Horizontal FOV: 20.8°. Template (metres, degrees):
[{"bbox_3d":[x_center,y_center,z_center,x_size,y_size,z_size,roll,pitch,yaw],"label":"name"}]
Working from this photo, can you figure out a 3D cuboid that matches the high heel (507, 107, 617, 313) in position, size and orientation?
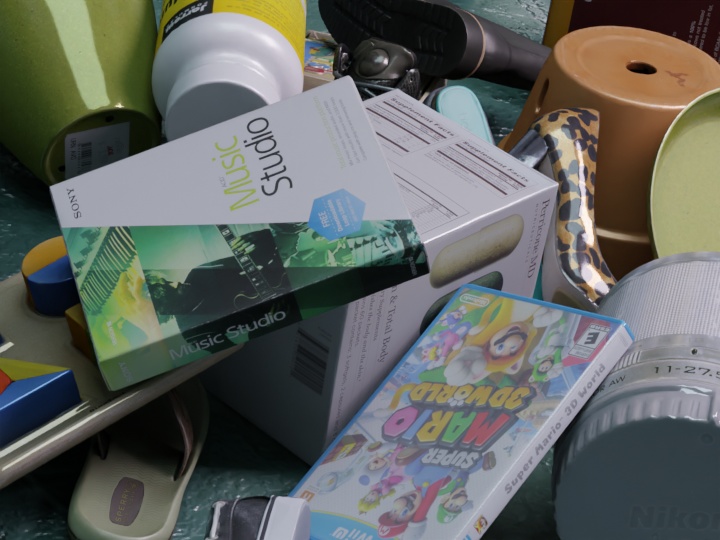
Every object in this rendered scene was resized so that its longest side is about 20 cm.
[{"bbox_3d":[0.177,-0.022,1.380,0.200,0.071,0.142,44,65,7],"label":"high heel"}]

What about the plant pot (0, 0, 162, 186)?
[{"bbox_3d":[-0.226,-0.156,1.480,0.186,0.188,0.201,-8,51,-26],"label":"plant pot"}]

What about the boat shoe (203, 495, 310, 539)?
[{"bbox_3d":[-0.076,0.188,1.040,0.068,0.074,0.200,5,38,8],"label":"boat shoe"}]

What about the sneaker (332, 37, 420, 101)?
[{"bbox_3d":[-0.016,-0.101,1.416,0.076,0.115,0.199,22,36,23],"label":"sneaker"}]

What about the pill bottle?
[{"bbox_3d":[-0.096,-0.157,1.440,0.111,0.112,0.200,6,37,-6],"label":"pill bottle"}]

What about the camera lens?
[{"bbox_3d":[0.203,0.095,1.184,0.159,0.161,0.200,15,32,8],"label":"camera lens"}]

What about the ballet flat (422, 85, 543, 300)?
[{"bbox_3d":[0.083,-0.036,1.429,0.073,0.073,0.201,-8,72,-27],"label":"ballet flat"}]

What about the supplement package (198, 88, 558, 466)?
[{"bbox_3d":[0.000,0.000,1.286,0.150,0.152,0.200,33,39,31],"label":"supplement package"}]

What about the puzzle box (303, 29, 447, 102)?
[{"bbox_3d":[0.000,-0.159,1.618,0.132,0.026,0.200,14,17,4],"label":"puzzle box"}]

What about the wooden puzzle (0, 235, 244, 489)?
[{"bbox_3d":[-0.196,0.042,1.194,0.185,0.046,0.200,-31,35,-24],"label":"wooden puzzle"}]

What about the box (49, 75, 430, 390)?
[{"bbox_3d":[-0.074,-0.025,1.157,0.199,0.036,0.145,-22,51,-2],"label":"box"}]

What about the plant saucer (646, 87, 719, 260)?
[{"bbox_3d":[0.278,-0.032,1.423,0.199,0.201,0.031,-15,-1,-34],"label":"plant saucer"}]

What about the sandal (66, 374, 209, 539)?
[{"bbox_3d":[-0.131,0.097,1.185,0.079,0.058,0.201,6,32,-6],"label":"sandal"}]

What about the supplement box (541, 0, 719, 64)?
[{"bbox_3d":[0.272,-0.220,1.671,0.199,0.198,0.133,18,32,15],"label":"supplement box"}]

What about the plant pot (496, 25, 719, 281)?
[{"bbox_3d":[0.202,-0.097,1.511,0.199,0.141,0.200,7,31,-4],"label":"plant pot"}]

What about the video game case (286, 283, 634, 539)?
[{"bbox_3d":[0.051,0.094,1.143,0.143,0.018,0.200,14,57,50],"label":"video game case"}]

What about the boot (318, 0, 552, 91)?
[{"bbox_3d":[0.068,-0.195,1.640,0.138,0.078,0.200,9,21,-42],"label":"boot"}]
